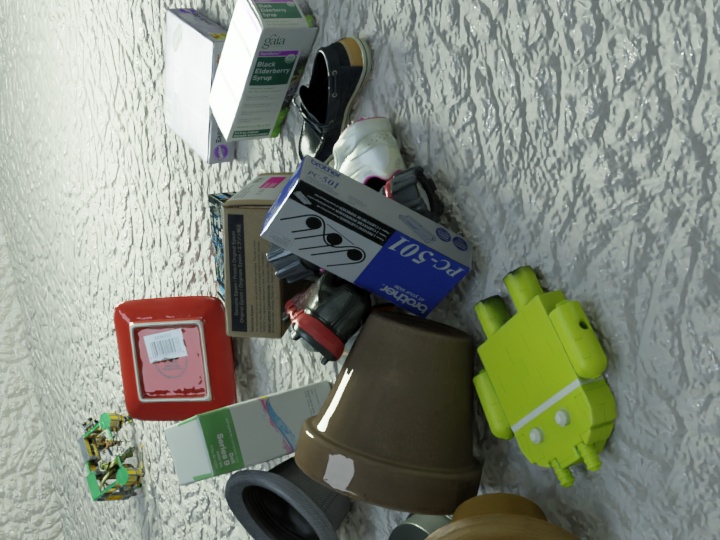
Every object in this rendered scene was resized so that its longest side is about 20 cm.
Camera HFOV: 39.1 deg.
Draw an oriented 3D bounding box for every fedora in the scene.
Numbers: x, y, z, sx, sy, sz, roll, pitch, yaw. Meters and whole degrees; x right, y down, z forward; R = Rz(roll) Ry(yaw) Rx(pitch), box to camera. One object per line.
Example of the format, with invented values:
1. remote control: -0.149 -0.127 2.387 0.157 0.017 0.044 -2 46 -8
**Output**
1. fedora: 0.135 0.278 0.985 0.082 0.200 0.201 -84 9 -50
2. fedora: -0.086 0.316 1.388 0.177 0.090 0.200 50 145 -6

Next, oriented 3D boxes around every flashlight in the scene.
1. flashlight: -0.010 -0.045 1.105 0.199 0.068 0.068 -23 111 22

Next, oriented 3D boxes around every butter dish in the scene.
1. butter dish: -0.278 0.133 1.652 0.199 0.148 0.201 -4 98 18

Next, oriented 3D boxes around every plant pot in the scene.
1. plant pot: 0.045 0.140 1.069 0.200 0.199 0.176 22 100 56

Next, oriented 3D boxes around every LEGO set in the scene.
1. LEGO set: -0.522 0.409 2.211 0.154 0.116 0.200 -45 59 20

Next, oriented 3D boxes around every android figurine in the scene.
1. android figurine: 0.171 0.103 0.962 0.182 0.041 0.201 -49 55 53

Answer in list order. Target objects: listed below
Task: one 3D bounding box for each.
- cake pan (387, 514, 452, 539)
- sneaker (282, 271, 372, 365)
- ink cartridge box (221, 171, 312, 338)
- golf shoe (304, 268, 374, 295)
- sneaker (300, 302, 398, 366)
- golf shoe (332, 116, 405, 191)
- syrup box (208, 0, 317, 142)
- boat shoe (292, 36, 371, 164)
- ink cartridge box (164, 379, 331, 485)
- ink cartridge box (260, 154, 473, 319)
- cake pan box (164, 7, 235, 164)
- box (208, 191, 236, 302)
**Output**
1. cake pan: 0.089 0.377 1.187 0.200 0.037 0.201 26 121 54
2. sneaker: -0.034 0.042 1.133 0.071 0.098 0.200 41 178 -9
3. ink cartridge box: -0.113 -0.025 1.271 0.200 0.075 0.166 -61 -29 -72
4. golf shoe: 0.000 0.000 1.178 0.200 0.088 0.078 -7 91 59
5. sneaker: -0.014 0.099 1.249 0.200 0.075 0.092 -16 89 61
6. golf shoe: -0.006 -0.085 1.178 0.092 0.075 0.200 60 146 25
7. syrup box: -0.131 -0.267 1.327 0.082 0.078 0.200 63 146 27
8. boat shoe: -0.047 -0.198 1.223 0.075 0.062 0.200 62 147 26
9. ink cartridge box: -0.145 0.220 1.381 0.145 0.199 0.088 -29 77 58
10. ink cartridge box: 0.007 -0.032 1.044 0.094 0.199 0.044 -50 19 41
11. cake pan box: -0.245 -0.280 1.550 0.184 0.052 0.201 42 133 50
12. box: -0.182 -0.029 1.470 0.200 0.046 0.160 -154 58 -73
